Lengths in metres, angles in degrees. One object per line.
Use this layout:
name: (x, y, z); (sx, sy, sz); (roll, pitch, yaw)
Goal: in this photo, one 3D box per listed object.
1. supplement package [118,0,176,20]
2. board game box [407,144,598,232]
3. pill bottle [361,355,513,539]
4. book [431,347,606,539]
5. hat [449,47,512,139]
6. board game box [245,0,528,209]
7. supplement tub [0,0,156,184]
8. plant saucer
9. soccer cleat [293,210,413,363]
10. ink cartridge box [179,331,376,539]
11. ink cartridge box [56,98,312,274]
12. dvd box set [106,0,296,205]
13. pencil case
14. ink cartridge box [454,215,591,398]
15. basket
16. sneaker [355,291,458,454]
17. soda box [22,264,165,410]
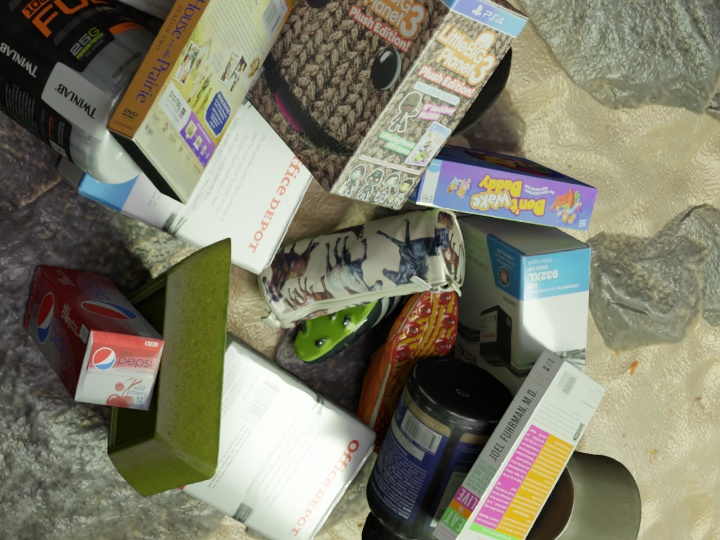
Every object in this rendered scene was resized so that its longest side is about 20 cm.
supplement package: (-0.134, -0.309, 1.261); (0.120, 0.120, 0.202); (19, 97, -29)
board game box: (0.112, -0.088, 1.448); (0.197, 0.134, 0.045); (8, 102, -28)
pill bottle: (0.070, 0.196, 1.454); (0.110, 0.112, 0.202); (6, 119, -28)
book: (0.153, 0.179, 1.404); (0.201, 0.048, 0.133); (-58, 151, 0)
hat: (0.045, -0.182, 1.404); (0.199, 0.202, 0.081); (-25, 155, -17)
board game box: (0.014, -0.183, 1.245); (0.096, 0.160, 0.201); (10, 121, -50)
supplement tub: (-0.244, -0.170, 1.198); (0.123, 0.199, 0.123); (-49, 163, -21)
plant saucer: (-0.174, 0.086, 1.286); (0.047, 0.200, 0.203); (9, 74, -24)
soccer cleat: (0.019, 0.029, 1.481); (0.200, 0.067, 0.081); (-44, 136, -7)
ink cartridge box: (-0.104, 0.164, 1.447); (0.199, 0.084, 0.145); (35, 89, -29)
ink cartridge box: (-0.151, -0.106, 1.337); (0.198, 0.086, 0.148); (25, 94, -32)
dvd box set: (-0.120, -0.166, 1.162); (0.202, 0.029, 0.146); (-63, 165, -10)
pencil case: (0.000, 0.000, 1.404); (0.197, 0.090, 0.078); (-14, 132, 15)
ink cartridge box: (0.162, 0.056, 1.512); (0.083, 0.145, 0.203); (-8, 110, -23)
basket: (0.200, 0.256, 1.554); (0.182, 0.135, 0.200); (-57, 150, -4)
sneaker: (0.038, 0.089, 1.487); (0.072, 0.077, 0.202); (10, 118, -30)
soda box: (-0.233, 0.054, 1.280); (0.069, 0.200, 0.064); (10, 102, -28)
